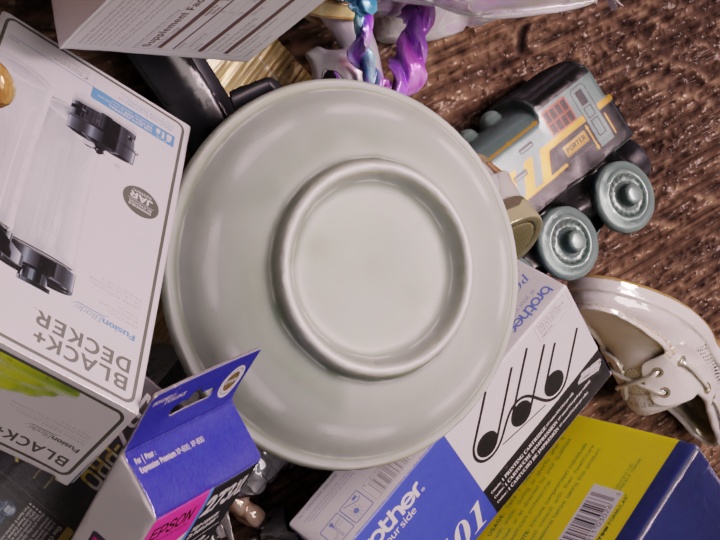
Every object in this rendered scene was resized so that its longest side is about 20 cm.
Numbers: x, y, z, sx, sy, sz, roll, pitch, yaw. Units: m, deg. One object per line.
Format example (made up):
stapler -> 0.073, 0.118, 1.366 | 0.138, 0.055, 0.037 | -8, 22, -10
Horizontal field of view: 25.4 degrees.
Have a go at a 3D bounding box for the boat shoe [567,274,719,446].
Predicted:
boat shoe -> 0.205, 0.066, 1.091 | 0.199, 0.071, 0.070 | 33, 74, -37

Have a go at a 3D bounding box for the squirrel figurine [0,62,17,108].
squirrel figurine -> -0.219, -0.074, 0.673 | 0.141, 0.186, 0.202 | 20, 84, -37

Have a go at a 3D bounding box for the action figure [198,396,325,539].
action figure -> -0.028, 0.093, 0.918 | 0.199, 0.069, 0.131 | -11, 107, -33

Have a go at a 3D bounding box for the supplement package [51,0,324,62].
supplement package -> -0.078, -0.222, 0.747 | 0.110, 0.155, 0.202 | -1, 72, -38

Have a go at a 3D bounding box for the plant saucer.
plant saucer -> 0.000, 0.000, 0.803 | 0.198, 0.050, 0.202 | 2, 85, -23

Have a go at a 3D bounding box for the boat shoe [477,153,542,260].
boat shoe -> 0.002, -0.010, 0.884 | 0.199, 0.069, 0.075 | -21, 151, -27

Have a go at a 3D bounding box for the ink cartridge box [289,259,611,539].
ink cartridge box -> 0.055, 0.100, 0.908 | 0.200, 0.044, 0.094 | -49, 137, -13

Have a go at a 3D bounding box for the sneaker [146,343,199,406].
sneaker -> -0.145, 0.129, 0.841 | 0.201, 0.074, 0.087 | -56, 138, -13

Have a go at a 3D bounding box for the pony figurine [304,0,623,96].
pony figurine -> 0.022, -0.172, 0.889 | 0.192, 0.166, 0.202 | -18, 97, -19

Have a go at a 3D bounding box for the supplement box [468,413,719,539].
supplement box -> 0.126, 0.159, 0.959 | 0.110, 0.199, 0.109 | -52, 123, -20

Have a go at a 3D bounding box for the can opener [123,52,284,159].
can opener -> -0.092, -0.104, 0.840 | 0.078, 0.063, 0.201 | -37, 103, 1

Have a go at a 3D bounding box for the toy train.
toy train -> 0.095, -0.041, 0.991 | 0.200, 0.085, 0.114 | -38, 99, -25

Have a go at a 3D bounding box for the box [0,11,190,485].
box -> -0.149, -0.015, 0.733 | 0.116, 0.060, 0.201 | 32, 37, -23

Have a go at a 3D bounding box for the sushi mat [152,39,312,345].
sushi mat -> -0.091, -0.048, 0.885 | 0.096, 0.012, 0.201 | 47, 67, -31

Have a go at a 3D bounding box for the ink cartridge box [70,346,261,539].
ink cartridge box -> -0.104, 0.130, 0.742 | 0.201, 0.037, 0.095 | -61, 163, 22

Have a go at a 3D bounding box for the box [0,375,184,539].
box -> -0.204, 0.095, 0.749 | 0.161, 0.049, 0.200 | 37, 68, 0
